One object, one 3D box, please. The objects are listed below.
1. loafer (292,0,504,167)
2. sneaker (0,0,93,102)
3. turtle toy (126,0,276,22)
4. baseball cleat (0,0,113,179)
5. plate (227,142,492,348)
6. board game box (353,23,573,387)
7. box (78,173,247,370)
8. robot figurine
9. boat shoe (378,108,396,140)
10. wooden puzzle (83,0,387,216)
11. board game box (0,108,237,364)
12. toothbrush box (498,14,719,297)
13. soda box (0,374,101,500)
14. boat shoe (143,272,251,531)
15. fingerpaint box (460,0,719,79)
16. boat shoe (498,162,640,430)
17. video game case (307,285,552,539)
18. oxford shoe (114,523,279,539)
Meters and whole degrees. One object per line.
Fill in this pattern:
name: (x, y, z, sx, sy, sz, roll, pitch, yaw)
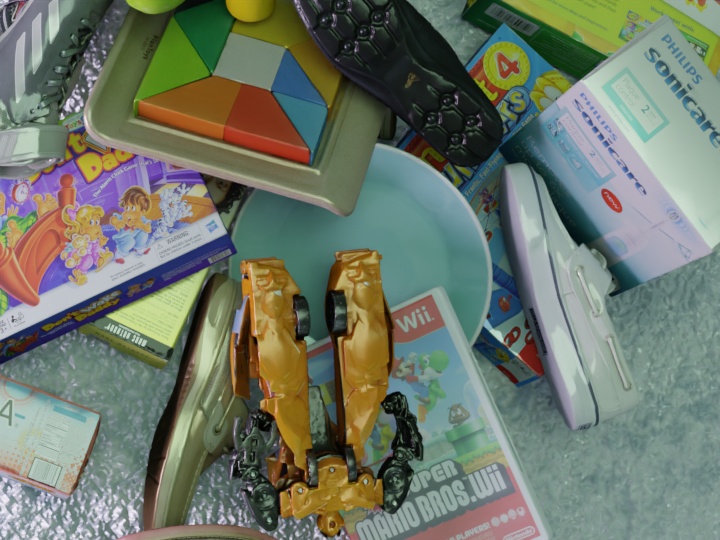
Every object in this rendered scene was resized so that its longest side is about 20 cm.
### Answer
loafer: (0.023, -0.154, 1.251, 0.068, 0.070, 0.201, -43, 101, 11)
sneaker: (-0.228, -0.197, 1.302, 0.080, 0.075, 0.201, 25, 77, -7)
turtle toy: (-0.100, -0.252, 1.226, 0.100, 0.146, 0.201, 19, 53, 12)
baseball cleat: (-0.218, -0.137, 1.236, 0.200, 0.070, 0.107, -41, 81, 4)
plate: (0.000, 0.000, 1.306, 0.198, 0.026, 0.202, 3, 108, 9)
board game box: (0.117, -0.051, 1.364, 0.196, 0.056, 0.200, 41, 75, -4)
box: (-0.136, -0.033, 1.307, 0.075, 0.050, 0.201, 24, 77, -7)
robot figurine: (-0.029, 0.089, 1.255, 0.144, 0.058, 0.202, -5, 96, -16)
boat shoe: (-0.012, -0.196, 1.358, 0.065, 0.072, 0.203, -8, 83, -3)
wooden puzzle: (-0.077, -0.142, 1.255, 0.198, 0.037, 0.186, 18, 54, -1)
board game box: (-0.206, -0.034, 1.256, 0.199, 0.045, 0.135, -25, 71, -3)
toothbrush box: (0.198, -0.075, 1.254, 0.085, 0.200, 0.147, -38, 91, -16)
soda box: (-0.285, 0.098, 1.241, 0.199, 0.068, 0.064, 22, 76, -9)
boat shoe: (-0.107, 0.105, 1.279, 0.064, 0.072, 0.202, 18, 78, -14)
fingerpaint box: (0.204, -0.238, 1.408, 0.199, 0.073, 0.168, 25, 77, -8)
boat shoe: (0.155, 0.014, 1.292, 0.065, 0.072, 0.202, -17, 86, -8)
video game case: (0.037, 0.131, 1.295, 0.142, 0.017, 0.201, -25, 88, 17)
oxford shoe: (-0.080, 0.224, 1.233, 0.198, 0.070, 0.075, 11, 65, -18)
